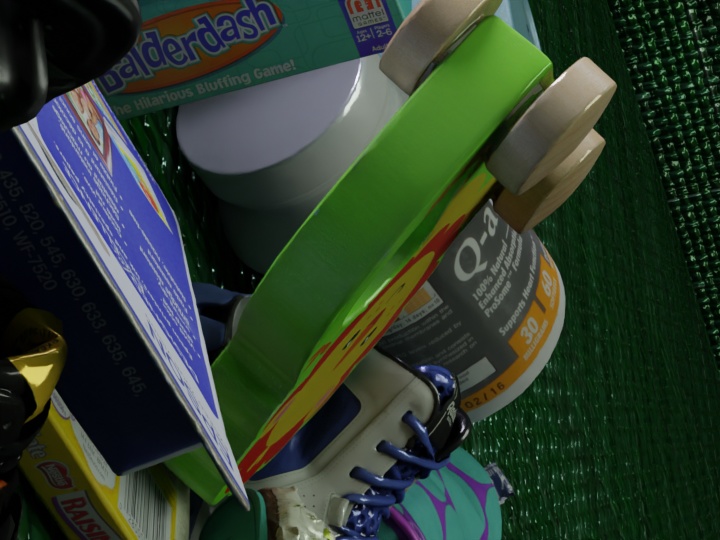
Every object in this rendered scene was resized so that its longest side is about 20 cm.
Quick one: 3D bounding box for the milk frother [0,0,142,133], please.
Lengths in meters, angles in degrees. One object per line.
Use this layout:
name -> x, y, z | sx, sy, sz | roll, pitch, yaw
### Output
milk frother -> -0.136, -0.098, 0.405 | 0.180, 0.199, 0.189 | -30, 107, -73

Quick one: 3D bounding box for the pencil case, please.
pencil case -> 0.012, 0.125, 1.109 | 0.092, 0.085, 0.200 | 50, 11, 6

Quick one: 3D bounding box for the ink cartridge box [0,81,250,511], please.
ink cartridge box -> -0.104, -0.045, 0.671 | 0.198, 0.047, 0.200 | 60, 5, -24

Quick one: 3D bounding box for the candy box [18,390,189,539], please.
candy box -> -0.101, 0.029, 0.835 | 0.200, 0.026, 0.102 | 65, 14, -45

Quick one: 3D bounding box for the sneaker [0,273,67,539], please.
sneaker -> -0.108, 0.046, 0.630 | 0.070, 0.090, 0.200 | -90, 162, -47

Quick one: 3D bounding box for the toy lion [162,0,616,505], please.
toy lion -> 0.000, 0.000, 0.852 | 0.069, 0.192, 0.200 | 41, -2, 6

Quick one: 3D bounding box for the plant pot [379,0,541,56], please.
plant pot -> 0.022, -0.099, 1.273 | 0.200, 0.134, 0.201 | -13, 90, -78

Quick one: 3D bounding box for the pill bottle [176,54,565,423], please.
pill bottle -> 0.006, -0.022, 1.135 | 0.200, 0.116, 0.117 | 51, 27, -44

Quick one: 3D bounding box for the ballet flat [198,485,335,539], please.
ballet flat -> -0.030, 0.158, 0.852 | 0.064, 0.076, 0.200 | 39, 38, -26

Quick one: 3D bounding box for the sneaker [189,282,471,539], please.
sneaker -> -0.012, 0.086, 0.971 | 0.081, 0.115, 0.200 | 45, 34, -66

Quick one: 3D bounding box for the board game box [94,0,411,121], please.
board game box -> -0.056, -0.135, 0.915 | 0.200, 0.152, 0.045 | -88, 161, -51
